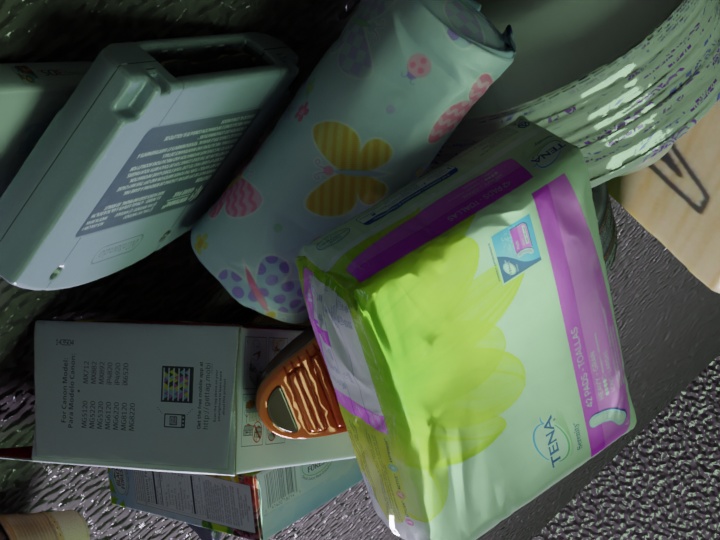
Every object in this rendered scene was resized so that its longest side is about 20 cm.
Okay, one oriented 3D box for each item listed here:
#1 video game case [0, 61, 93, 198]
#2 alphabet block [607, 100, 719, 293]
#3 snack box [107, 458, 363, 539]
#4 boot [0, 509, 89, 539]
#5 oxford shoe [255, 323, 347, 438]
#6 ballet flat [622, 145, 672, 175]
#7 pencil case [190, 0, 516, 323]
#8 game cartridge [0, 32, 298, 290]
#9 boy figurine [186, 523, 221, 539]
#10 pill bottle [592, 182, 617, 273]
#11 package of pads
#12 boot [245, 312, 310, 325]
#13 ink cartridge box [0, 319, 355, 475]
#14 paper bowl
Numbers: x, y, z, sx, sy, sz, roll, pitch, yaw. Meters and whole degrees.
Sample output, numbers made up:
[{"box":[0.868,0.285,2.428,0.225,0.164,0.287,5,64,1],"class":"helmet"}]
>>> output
[{"box":[-0.217,-0.009,0.762,0.200,0.024,0.182,-54,161,25],"class":"video game case"},{"box":[0.299,-0.140,1.335,0.195,0.196,0.200,-35,160,-21],"class":"alphabet block"},{"box":[-0.060,0.118,1.205,0.200,0.142,0.053,-24,115,-48],"class":"snack box"},{"box":[-0.275,0.230,1.132,0.166,0.073,0.200,-16,150,-34],"class":"boot"},{"box":[0.017,0.025,0.962,0.199,0.073,0.072,-31,126,-21],"class":"oxford shoe"},{"box":[0.108,-0.088,1.086,0.069,0.070,0.199,-32,-158,-35],"class":"ballet flat"},{"box":[-0.007,-0.067,0.903,0.200,0.083,0.091,-52,-165,18],"class":"pencil case"},{"box":[-0.107,-0.054,0.841,0.133,0.042,0.200,-48,172,19],"class":"game cartridge"},{"box":[-0.060,0.141,1.378,0.199,0.064,0.125,-29,154,-32],"class":"boy figurine"},{"box":[0.145,-0.045,1.349,0.106,0.106,0.200,-44,162,-2],"class":"pill bottle"},{"box":[0.059,0.042,0.904,0.154,0.068,0.201,-32,127,-19],"class":"package of pads"},{"box":[0.000,0.000,1.185,0.155,0.072,0.200,-55,165,30],"class":"boot"},{"box":[-0.108,0.072,1.031,0.200,0.174,0.085,7,84,-68],"class":"ink cartridge box"},{"box":[0.106,-0.131,0.983,0.200,0.105,0.201,-25,-154,13],"class":"paper bowl"}]
